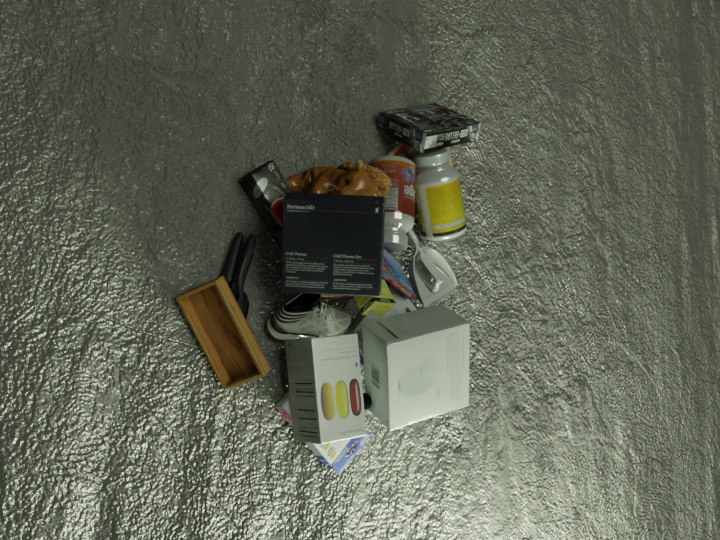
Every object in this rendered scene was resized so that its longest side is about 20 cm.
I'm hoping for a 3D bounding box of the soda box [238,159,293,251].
[{"bbox_3d":[-0.166,-0.123,1.587,0.063,0.071,0.201,-39,105,-31],"label":"soda box"}]

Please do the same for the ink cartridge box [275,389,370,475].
[{"bbox_3d":[-0.075,0.311,1.592,0.200,0.042,0.119,52,57,-14],"label":"ink cartridge box"}]

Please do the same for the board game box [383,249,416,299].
[{"bbox_3d":[0.059,-0.010,1.684,0.200,0.019,0.103,39,21,-56],"label":"board game box"}]

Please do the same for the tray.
[{"bbox_3d":[-0.258,0.119,1.449,0.201,0.098,0.037,64,24,-10],"label":"tray"}]

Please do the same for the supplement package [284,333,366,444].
[{"bbox_3d":[-0.069,0.232,1.516,0.113,0.109,0.202,-3,85,-34],"label":"supplement package"}]

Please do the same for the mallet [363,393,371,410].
[{"bbox_3d":[-0.057,0.223,1.631,0.041,0.066,0.200,-42,92,-29],"label":"mallet"}]

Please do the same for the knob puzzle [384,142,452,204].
[{"bbox_3d":[0.170,-0.265,1.902,0.218,0.030,0.222,9,76,-36],"label":"knob puzzle"}]

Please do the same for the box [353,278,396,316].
[{"bbox_3d":[0.000,0.000,1.633,0.075,0.050,0.201,7,50,-49],"label":"box"}]

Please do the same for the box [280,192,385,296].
[{"bbox_3d":[-0.052,-0.053,1.504,0.198,0.104,0.184,3,104,1],"label":"box"}]

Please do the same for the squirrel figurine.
[{"bbox_3d":[-0.025,-0.183,1.633,0.200,0.186,0.142,-34,102,-36],"label":"squirrel figurine"}]

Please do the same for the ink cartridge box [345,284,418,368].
[{"bbox_3d":[0.072,0.157,1.736,0.200,0.040,0.200,53,54,-18],"label":"ink cartridge box"}]

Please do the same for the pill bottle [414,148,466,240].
[{"bbox_3d":[0.184,-0.180,1.813,0.112,0.112,0.202,-27,114,-38],"label":"pill bottle"}]

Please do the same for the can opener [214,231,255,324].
[{"bbox_3d":[-0.249,0.016,1.513,0.063,0.079,0.202,4,71,3],"label":"can opener"}]

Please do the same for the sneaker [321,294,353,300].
[{"bbox_3d":[-0.051,0.021,1.648,0.199,0.071,0.081,2,76,-41],"label":"sneaker"}]

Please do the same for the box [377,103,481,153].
[{"bbox_3d":[0.164,-0.345,1.836,0.199,0.157,0.050,-19,129,-39],"label":"box"}]

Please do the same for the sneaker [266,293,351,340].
[{"bbox_3d":[-0.083,0.091,1.571,0.199,0.115,0.076,-2,59,-37],"label":"sneaker"}]

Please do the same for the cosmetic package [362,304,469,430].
[{"bbox_3d":[0.118,0.200,1.617,0.199,0.123,0.201,-11,112,-23],"label":"cosmetic package"}]

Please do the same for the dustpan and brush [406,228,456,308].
[{"bbox_3d":[0.148,-0.025,1.815,0.139,0.057,0.201,-28,79,-42],"label":"dustpan and brush"}]

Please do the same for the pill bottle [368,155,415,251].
[{"bbox_3d":[0.069,-0.150,1.749,0.112,0.112,0.202,11,75,-36],"label":"pill bottle"}]
